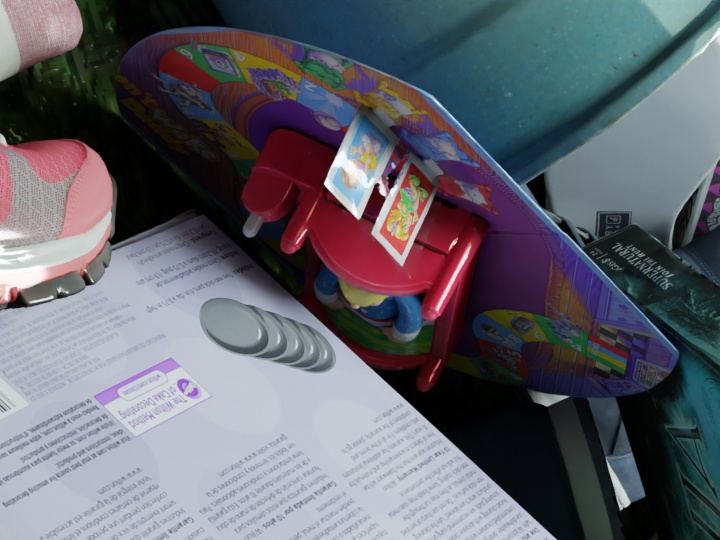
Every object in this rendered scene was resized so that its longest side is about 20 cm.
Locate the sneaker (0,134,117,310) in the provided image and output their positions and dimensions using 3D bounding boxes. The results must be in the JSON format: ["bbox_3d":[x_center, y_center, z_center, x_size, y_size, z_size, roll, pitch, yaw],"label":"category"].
[{"bbox_3d":[-0.130,-0.027,0.658,0.200,0.074,0.087,-19,105,-57],"label":"sneaker"}]

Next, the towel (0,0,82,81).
[{"bbox_3d":[-0.163,-0.103,0.723,0.200,0.023,0.144,-36,108,-55],"label":"towel"}]

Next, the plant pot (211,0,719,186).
[{"bbox_3d":[0.012,-0.144,0.868,0.196,0.200,0.200,52,36,-16],"label":"plant pot"}]

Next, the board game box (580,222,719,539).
[{"bbox_3d":[0.134,0.095,0.857,0.135,0.028,0.200,44,-24,60],"label":"board game box"}]

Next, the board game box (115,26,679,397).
[{"bbox_3d":[0.000,0.000,0.812,0.200,0.158,0.039,44,65,-34],"label":"board game box"}]

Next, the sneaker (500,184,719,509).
[{"bbox_3d":[0.114,0.002,0.938,0.077,0.146,0.202,67,5,37],"label":"sneaker"}]

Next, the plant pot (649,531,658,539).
[{"bbox_3d":[0.271,0.099,1.053,0.194,0.200,0.195,40,18,30],"label":"plant pot"}]

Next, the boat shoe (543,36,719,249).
[{"bbox_3d":[0.100,-0.047,0.992,0.200,0.069,0.057,98,-5,-55],"label":"boat shoe"}]

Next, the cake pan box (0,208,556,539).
[{"bbox_3d":[-0.041,0.078,0.714,0.184,0.052,0.200,40,29,12],"label":"cake pan box"}]

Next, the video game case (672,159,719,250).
[{"bbox_3d":[0.155,-0.077,1.090,0.181,0.036,0.200,99,-1,-55],"label":"video game case"}]

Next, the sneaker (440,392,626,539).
[{"bbox_3d":[0.056,0.138,0.915,0.070,0.082,0.200,-106,-174,-68],"label":"sneaker"}]
